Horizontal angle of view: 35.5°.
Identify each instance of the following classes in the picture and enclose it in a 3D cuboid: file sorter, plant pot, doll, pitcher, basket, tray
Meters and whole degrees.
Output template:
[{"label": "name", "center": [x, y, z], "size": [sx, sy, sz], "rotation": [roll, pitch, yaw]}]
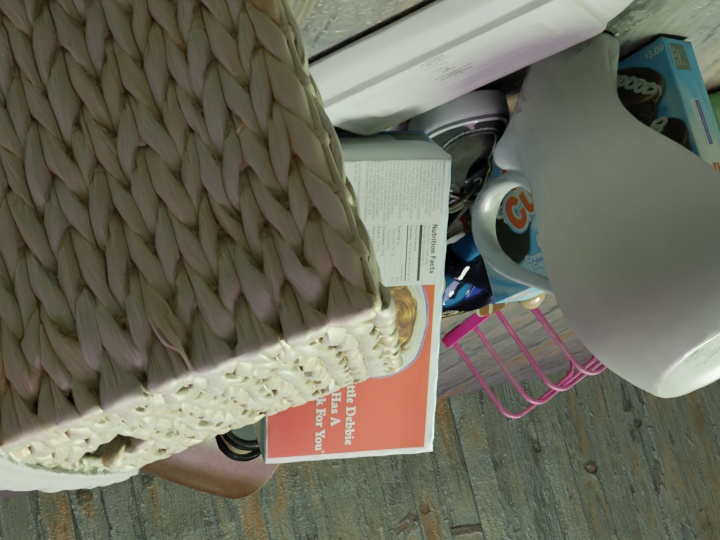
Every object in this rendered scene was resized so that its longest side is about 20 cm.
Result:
[{"label": "file sorter", "center": [0.210, 0.051, 1.180], "size": [0.139, 0.126, 0.200], "rotation": [-33, 173, -35]}, {"label": "plant pot", "center": [-0.202, 0.136, 1.178], "size": [0.199, 0.189, 0.186], "rotation": [16, 150, -41]}, {"label": "doll", "center": [0.095, 0.000, 0.912], "size": [0.199, 0.049, 0.137], "rotation": [-6, 139, -49]}, {"label": "pitcher", "center": [0.148, -0.015, 0.683], "size": [0.120, 0.201, 0.172], "rotation": [-8, 146, -33]}, {"label": "basket", "center": [-0.087, -0.031, 0.459], "size": [0.159, 0.202, 0.198], "rotation": [-20, 168, -1]}, {"label": "tray", "center": [0.051, -0.119, 0.626], "size": [0.199, 0.022, 0.107], "rotation": [-21, 165, 28]}]

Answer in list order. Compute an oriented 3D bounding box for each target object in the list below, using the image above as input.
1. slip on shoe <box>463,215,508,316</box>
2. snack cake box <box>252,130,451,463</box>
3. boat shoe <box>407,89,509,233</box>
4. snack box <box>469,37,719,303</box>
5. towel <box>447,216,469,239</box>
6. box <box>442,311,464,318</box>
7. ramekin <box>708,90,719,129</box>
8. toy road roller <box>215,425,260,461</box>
[{"label": "slip on shoe", "center": [0.119, -0.033, 1.010], "size": [0.076, 0.061, 0.201], "rotation": [-28, 153, -13]}, {"label": "snack cake box", "center": [-0.010, 0.017, 0.714], "size": [0.114, 0.202, 0.067], "rotation": [-3, -158, -13]}, {"label": "boat shoe", "center": [0.062, -0.067, 0.789], "size": [0.068, 0.057, 0.200], "rotation": [-11, 168, -13]}, {"label": "snack box", "center": [0.156, -0.062, 0.779], "size": [0.037, 0.117, 0.199], "rotation": [-4, 164, -40]}, {"label": "towel", "center": [-0.015, 0.010, 0.962], "size": [0.199, 0.023, 0.144], "rotation": [-29, -176, -19]}, {"label": "box", "center": [0.055, 0.023, 1.214], "size": [0.198, 0.050, 0.161], "rotation": [-12, 164, -17]}, {"label": "ramekin", "center": [0.305, -0.079, 0.922], "size": [0.198, 0.099, 0.200], "rotation": [-14, 168, -3]}, {"label": "toy road roller", "center": [-0.089, 0.080, 1.087], "size": [0.199, 0.147, 0.123], "rotation": [-34, 173, -16]}]
